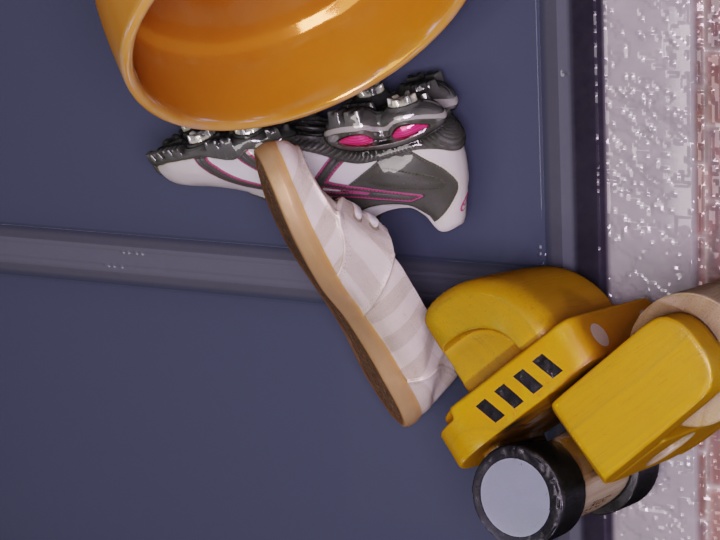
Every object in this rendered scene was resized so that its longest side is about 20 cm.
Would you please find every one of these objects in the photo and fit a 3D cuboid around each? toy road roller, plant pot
[{"bbox_3d":[0.125,0.046,1.176,0.200,0.123,0.146,-41,74,31],"label":"toy road roller"},{"bbox_3d":[-0.061,-0.206,1.151,0.200,0.200,0.183,-41,60,30],"label":"plant pot"}]

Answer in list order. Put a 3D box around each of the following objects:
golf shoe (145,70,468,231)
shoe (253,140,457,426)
[{"bbox_3d":[-0.032,-0.056,1.250,0.200,0.077,0.088,-3,114,29],"label":"golf shoe"},{"bbox_3d":[0.000,0.000,1.224,0.053,0.070,0.200,-32,122,-4],"label":"shoe"}]
